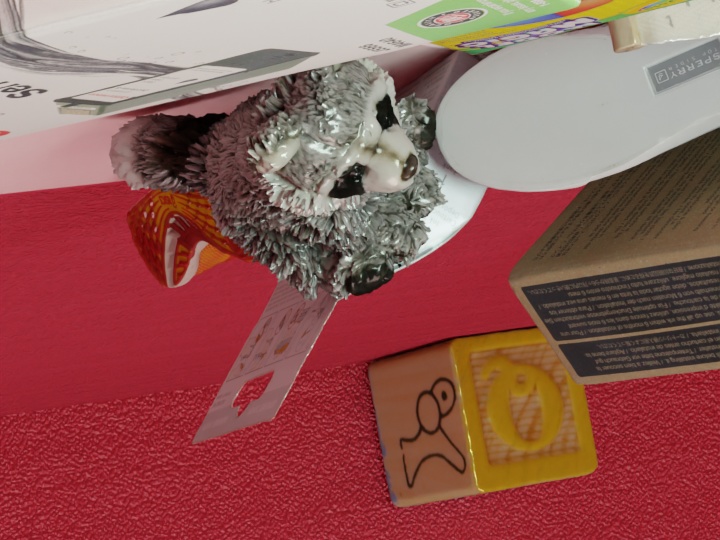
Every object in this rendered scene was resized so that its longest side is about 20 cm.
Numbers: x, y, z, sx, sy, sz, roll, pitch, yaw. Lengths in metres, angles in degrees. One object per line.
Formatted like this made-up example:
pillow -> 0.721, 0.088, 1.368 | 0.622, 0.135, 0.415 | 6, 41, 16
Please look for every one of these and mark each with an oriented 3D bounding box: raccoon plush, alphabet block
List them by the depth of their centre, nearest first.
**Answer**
raccoon plush -> -0.056, -0.053, 1.206 | 0.199, 0.097, 0.134 | -1, 156, 26
alphabet block -> 0.151, 0.182, 3.410 | 0.195, 0.197, 0.200 | -9, 176, -33

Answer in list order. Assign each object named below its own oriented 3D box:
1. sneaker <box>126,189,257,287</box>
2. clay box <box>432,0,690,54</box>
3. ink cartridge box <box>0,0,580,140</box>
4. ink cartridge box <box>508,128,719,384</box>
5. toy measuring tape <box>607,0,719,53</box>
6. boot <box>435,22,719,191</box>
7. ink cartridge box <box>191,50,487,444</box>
sneaker -> -0.064, -0.043, 1.443 | 0.077, 0.073, 0.200 | -32, -173, -22
clay box -> 0.060, -0.114, 0.950 | 0.114, 0.048, 0.200 | -12, 173, 24
ink cartridge box -> -0.058, -0.096, 0.725 | 0.199, 0.085, 0.145 | -12, 174, 19
ink cartridge box -> 0.191, -0.038, 1.305 | 0.164, 0.075, 0.200 | -8, -149, 51
toy measuring tape -> 0.196, -0.111, 1.133 | 0.199, 0.074, 0.074 | -10, 175, -5
boot -> 0.138, -0.083, 1.256 | 0.199, 0.074, 0.096 | -15, 175, 14
ink cartridge box -> 0.000, 0.000, 1.324 | 0.057, 0.201, 0.162 | 26, 165, -12
